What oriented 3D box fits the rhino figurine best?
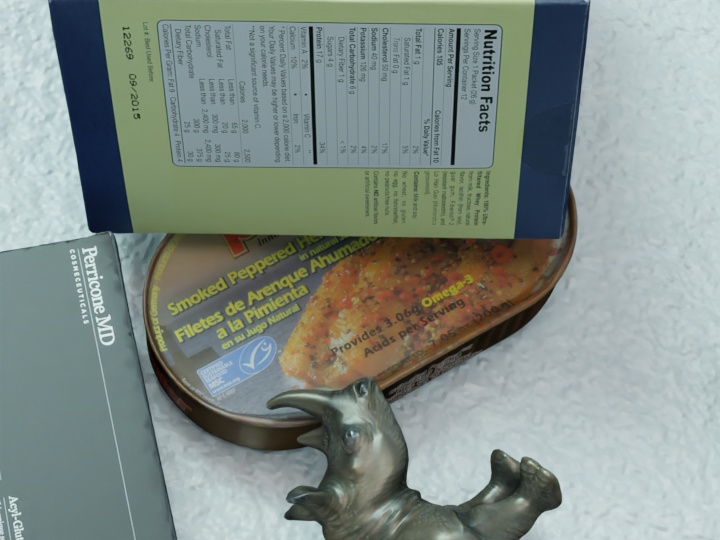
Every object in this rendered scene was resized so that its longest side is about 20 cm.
[{"bbox_3d":[0.042,0.111,0.717,0.200,0.060,0.088,38,80,6],"label":"rhino figurine"}]

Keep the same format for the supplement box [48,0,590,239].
[{"bbox_3d":[-0.012,-0.130,0.774,0.199,0.134,0.200,1,51,1],"label":"supplement box"}]

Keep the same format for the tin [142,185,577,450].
[{"bbox_3d":[0.000,0.000,0.794,0.200,0.042,0.112,-28,73,-19],"label":"tin"}]

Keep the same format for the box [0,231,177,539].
[{"bbox_3d":[-0.143,0.098,0.702,0.141,0.079,0.200,-11,64,-9],"label":"box"}]
